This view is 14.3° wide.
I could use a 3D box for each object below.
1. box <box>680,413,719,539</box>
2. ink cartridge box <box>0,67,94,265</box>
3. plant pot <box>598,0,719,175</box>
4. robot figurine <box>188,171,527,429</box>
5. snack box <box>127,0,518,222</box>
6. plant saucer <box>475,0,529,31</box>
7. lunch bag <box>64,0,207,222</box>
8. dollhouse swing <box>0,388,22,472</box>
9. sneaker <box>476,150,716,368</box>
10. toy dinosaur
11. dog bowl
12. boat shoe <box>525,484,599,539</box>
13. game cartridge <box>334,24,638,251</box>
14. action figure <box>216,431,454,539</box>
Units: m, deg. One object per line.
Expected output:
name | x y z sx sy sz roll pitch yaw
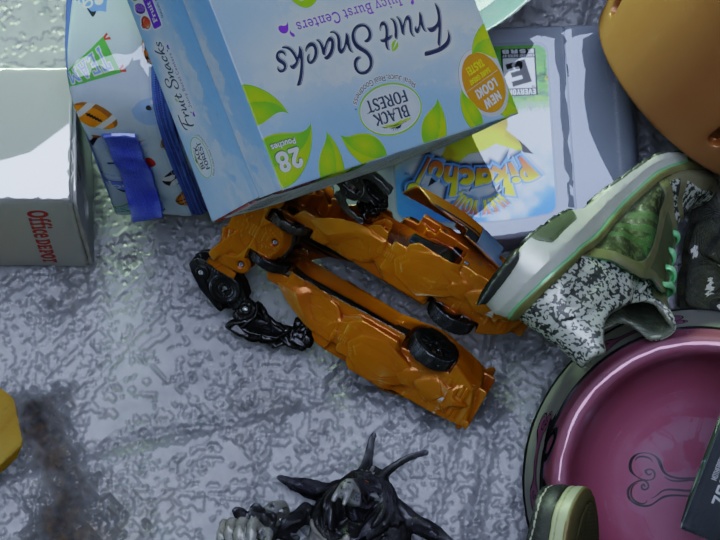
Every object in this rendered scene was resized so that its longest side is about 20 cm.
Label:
box | 0.280 0.073 1.539 0.160 0.044 0.200 20 105 6
ink cartridge box | -0.255 -0.058 1.647 0.200 0.145 0.084 0 76 -1
plant pot | 0.232 -0.147 1.655 0.140 0.200 0.200 -44 78 30
robot figurine | 0.000 0.000 1.659 0.200 0.058 0.145 31 119 3
snack box | -0.024 -0.133 1.567 0.200 0.068 0.169 -19 88 -44
plant saucer | 0.040 -0.202 1.720 0.201 0.039 0.201 -10 58 16
lunch bag | -0.119 -0.119 1.640 0.075 0.200 0.161 -2 69 6
dollhouse swing | -0.325 0.132 1.657 0.200 0.176 0.182 36 120 7
sneaker | 0.149 0.002 1.621 0.089 0.077 0.200 51 46 8
toy dinosaur | 0.227 -0.017 1.699 0.088 0.047 0.200 0 73 6
dog bowl | 0.191 0.120 1.628 0.200 0.074 0.201 0 88 5
boat shoe | 0.085 0.206 1.588 0.066 0.072 0.201 16 116 21
game cartridge | 0.066 -0.078 1.715 0.200 0.040 0.134 -3 80 -2
action figure | -0.021 0.179 1.617 0.119 0.102 0.200 19 78 15
